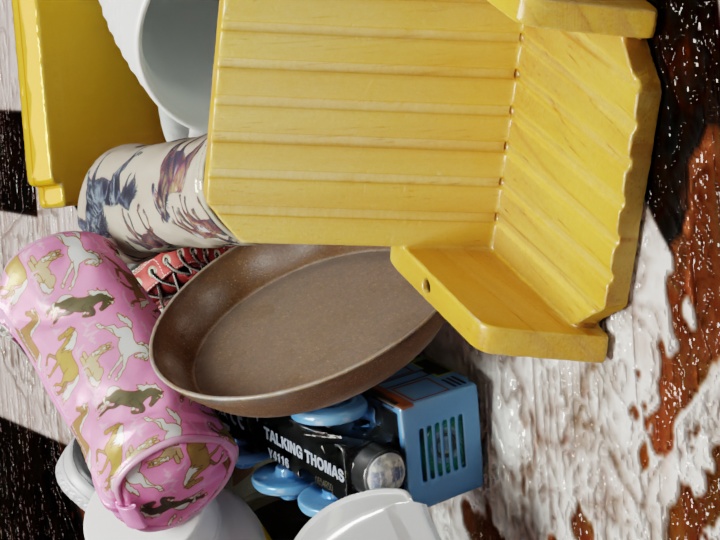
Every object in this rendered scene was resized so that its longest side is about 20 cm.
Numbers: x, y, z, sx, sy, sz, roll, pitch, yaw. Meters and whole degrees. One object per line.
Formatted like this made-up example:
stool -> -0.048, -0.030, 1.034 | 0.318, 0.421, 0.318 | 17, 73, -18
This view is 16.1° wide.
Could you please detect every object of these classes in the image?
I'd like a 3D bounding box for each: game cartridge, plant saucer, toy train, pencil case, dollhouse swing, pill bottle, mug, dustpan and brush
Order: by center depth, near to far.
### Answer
dollhouse swing -> 0.031, -0.068, 1.342 | 0.182, 0.175, 0.201 | -133, 44, -54
dustpan and brush -> -0.020, 0.197, 1.485 | 0.140, 0.199, 0.057 | 65, -155, -18
plant saucer -> -0.027, 0.027, 1.501 | 0.200, 0.200, 0.035 | 37, 153, 59
toy train -> -0.016, 0.088, 1.538 | 0.200, 0.114, 0.087 | 23, 122, 53
pencil case -> -0.151, 0.066, 1.552 | 0.087, 0.083, 0.200 | -54, 50, 22
pencil case -> -0.104, -0.049, 1.585 | 0.200, 0.089, 0.078 | -7, 87, 59
pill bottle -> -0.099, 0.205, 1.617 | 0.111, 0.111, 0.200 | 60, 178, 43
mug -> -0.103, -0.168, 1.660 | 0.175, 0.147, 0.201 | -125, 38, -53
game cartridge -> -0.159, -0.136, 1.746 | 0.032, 0.200, 0.177 | -2, 93, 38

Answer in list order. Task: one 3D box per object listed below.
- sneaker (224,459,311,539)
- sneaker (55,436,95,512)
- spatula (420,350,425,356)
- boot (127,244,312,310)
sneaker -> -0.035, 0.152, 1.696 | 0.200, 0.106, 0.075 | -32, 39, 34
sneaker -> -0.125, 0.090, 1.684 | 0.114, 0.075, 0.200 | -50, 0, 20
spatula -> 0.000, 0.000, 1.600 | 0.201, 0.020, 0.057 | 64, 151, 13
boot -> -0.094, -0.001, 1.677 | 0.144, 0.072, 0.200 | -43, 32, 8
